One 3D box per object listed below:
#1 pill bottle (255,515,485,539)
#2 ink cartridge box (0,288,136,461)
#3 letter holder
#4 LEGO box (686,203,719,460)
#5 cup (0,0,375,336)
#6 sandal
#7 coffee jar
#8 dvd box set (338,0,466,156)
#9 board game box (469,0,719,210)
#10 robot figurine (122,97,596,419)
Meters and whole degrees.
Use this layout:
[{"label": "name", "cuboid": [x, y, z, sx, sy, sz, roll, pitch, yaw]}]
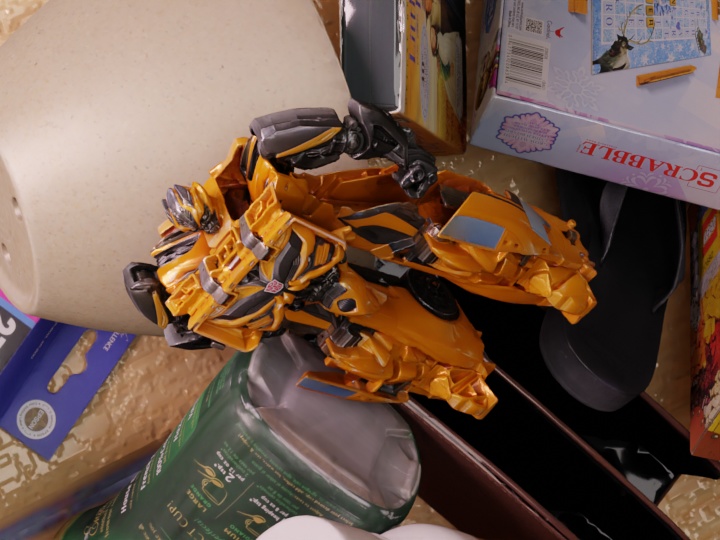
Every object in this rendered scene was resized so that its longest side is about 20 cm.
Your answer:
[{"label": "pill bottle", "cuboid": [0.041, 0.172, 1.247, 0.200, 0.114, 0.115, 22, 81, -38]}, {"label": "ink cartridge box", "cuboid": [-0.199, -0.004, 1.366, 0.200, 0.037, 0.095, 37, 78, -13]}, {"label": "letter holder", "cuboid": [0.077, 0.071, 1.381, 0.200, 0.142, 0.101, 41, 78, -10]}, {"label": "LEGO box", "cuboid": [0.265, 0.029, 1.411, 0.200, 0.077, 0.149, 12, 53, -10]}, {"label": "cup", "cuboid": [-0.101, -0.051, 1.302, 0.143, 0.200, 0.201, -19, 92, -21]}, {"label": "sandal", "cuboid": [0.133, -0.013, 1.402, 0.076, 0.043, 0.200, 32, 40, -21]}, {"label": "coffee jar", "cuboid": [-0.070, 0.124, 1.320, 0.104, 0.085, 0.200, 39, 121, -12]}, {"label": "dvd box set", "cuboid": [0.022, -0.134, 1.352, 0.029, 0.200, 0.147, -1, 86, 10]}, {"label": "board game box", "cuboid": [0.159, -0.122, 1.409, 0.199, 0.041, 0.200, 15, 52, -8]}, {"label": "robot figurine", "cuboid": [0.000, 0.000, 1.222, 0.200, 0.145, 0.058, 16, 38, -40]}]
